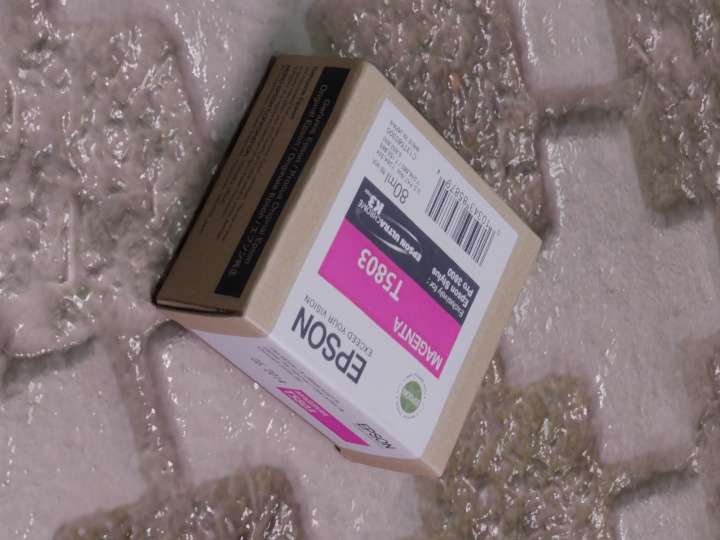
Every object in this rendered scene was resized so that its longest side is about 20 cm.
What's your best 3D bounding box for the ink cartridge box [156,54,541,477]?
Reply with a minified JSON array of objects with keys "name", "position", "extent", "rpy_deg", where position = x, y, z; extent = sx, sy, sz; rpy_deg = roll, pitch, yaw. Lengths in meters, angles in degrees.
[{"name":"ink cartridge box","position":[0.000,0.000,1.255],"extent":[0.200,0.075,0.165],"rpy_deg":[41,65,-43]}]
